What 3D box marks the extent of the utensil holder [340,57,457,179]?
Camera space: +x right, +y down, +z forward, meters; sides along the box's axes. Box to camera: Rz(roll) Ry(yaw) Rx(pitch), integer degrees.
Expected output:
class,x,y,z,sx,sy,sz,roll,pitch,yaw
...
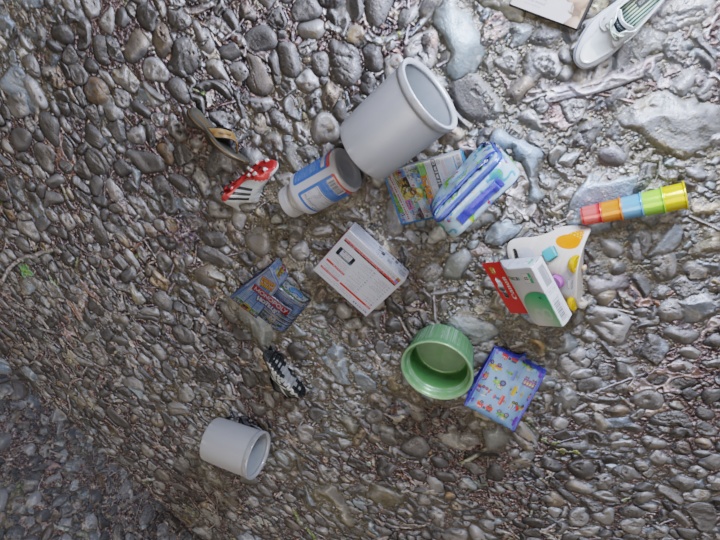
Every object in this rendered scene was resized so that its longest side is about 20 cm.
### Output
class,x,y,z,sx,sy,sz,roll,pitch,yaw
utensil holder,0.076,-0.315,1.138,0.199,0.170,0.170,-32,104,36

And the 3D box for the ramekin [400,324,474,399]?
class,x,y,z,sx,sy,sz,roll,pitch,yaw
ramekin,0.218,0.245,1.467,0.198,0.098,0.202,11,124,16

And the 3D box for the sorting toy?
class,x,y,z,sx,sy,sz,roll,pitch,yaw
sorting toy,0.428,-0.001,1.246,0.179,0.107,0.202,13,126,38

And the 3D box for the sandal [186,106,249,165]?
class,x,y,z,sx,sy,sz,roll,pitch,yaw
sandal,-0.356,-0.349,1.365,0.055,0.082,0.200,-42,91,14

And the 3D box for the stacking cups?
class,x,y,z,sx,sy,sz,roll,pitch,yaw
stacking cups,0.563,-0.135,1.112,0.198,0.061,0.061,-10,116,28

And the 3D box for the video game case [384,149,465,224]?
class,x,y,z,sx,sy,sz,roll,pitch,yaw
video game case,0.165,-0.193,1.268,0.198,0.018,0.144,-10,116,27

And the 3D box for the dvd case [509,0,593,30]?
class,x,y,z,sx,sy,sz,roll,pitch,yaw
dvd case,0.372,-0.556,0.957,0.141,0.018,0.201,24,126,8

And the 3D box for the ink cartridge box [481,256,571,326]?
class,x,y,z,sx,sy,sz,roll,pitch,yaw
ink cartridge box,0.373,0.051,1.250,0.162,0.050,0.199,57,154,-13

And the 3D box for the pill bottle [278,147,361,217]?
class,x,y,z,sx,sy,sz,roll,pitch,yaw
pill bottle,-0.105,-0.207,1.313,0.199,0.112,0.113,-22,110,32

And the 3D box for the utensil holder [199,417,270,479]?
class,x,y,z,sx,sy,sz,roll,pitch,yaw
utensil holder,-0.453,0.637,1.938,0.198,0.170,0.172,14,124,17

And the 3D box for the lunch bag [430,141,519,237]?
class,x,y,z,sx,sy,sz,roll,pitch,yaw
lunch bag,0.239,-0.174,1.142,0.082,0.161,0.200,38,113,-14

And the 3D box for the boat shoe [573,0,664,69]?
class,x,y,z,sx,sy,sz,roll,pitch,yaw
boat shoe,0.463,-0.446,0.956,0.073,0.067,0.200,38,127,-4

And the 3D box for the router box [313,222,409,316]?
class,x,y,z,sx,sy,sz,roll,pitch,yaw
router box,0.000,0.000,1.436,0.200,0.049,0.179,42,126,-6

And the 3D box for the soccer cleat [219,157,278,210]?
class,x,y,z,sx,sy,sz,roll,pitch,yaw
soccer cleat,-0.281,-0.224,1.410,0.199,0.069,0.085,-27,132,24

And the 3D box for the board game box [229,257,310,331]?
class,x,y,z,sx,sy,sz,roll,pitch,yaw
board game box,-0.256,0.068,1.578,0.199,0.062,0.200,38,127,-3

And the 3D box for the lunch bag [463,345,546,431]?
class,x,y,z,sx,sy,sz,roll,pitch,yaw
lunch bag,0.393,0.304,1.446,0.149,0.094,0.202,27,117,8

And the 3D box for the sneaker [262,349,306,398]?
class,x,y,z,sx,sy,sz,roll,pitch,yaw
sneaker,-0.269,0.349,1.753,0.090,0.067,0.201,-26,110,30
